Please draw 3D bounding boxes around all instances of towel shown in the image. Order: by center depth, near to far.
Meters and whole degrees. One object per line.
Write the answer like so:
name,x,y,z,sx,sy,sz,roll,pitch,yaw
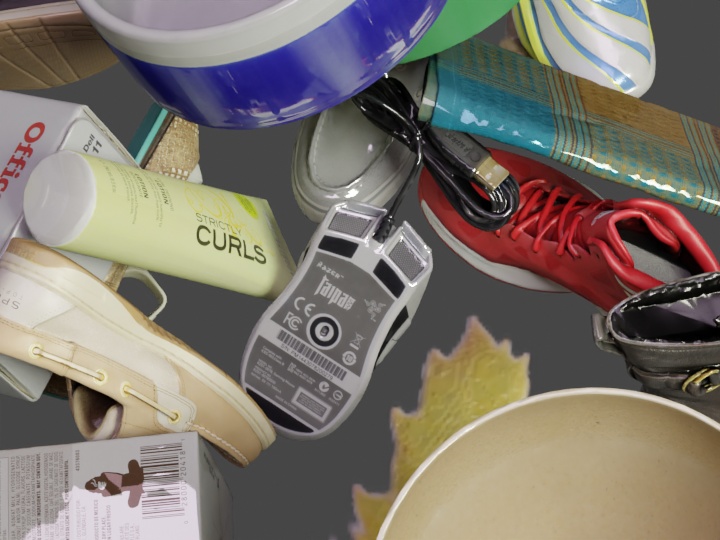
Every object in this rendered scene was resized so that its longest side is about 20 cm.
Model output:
towel,0.126,-0.074,1.421,0.200,0.147,0.022,20,110,-4

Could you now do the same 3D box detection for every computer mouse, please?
computer mouse,0.000,0.000,1.438,0.110,0.044,0.200,34,107,7

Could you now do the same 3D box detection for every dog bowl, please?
dog bowl,-0.050,-0.173,1.379,0.200,0.079,0.200,-14,50,18

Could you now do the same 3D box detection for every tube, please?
tube,-0.096,-0.024,1.423,0.052,0.200,0.058,10,87,36

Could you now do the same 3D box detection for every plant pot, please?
plant pot,0.109,0.170,1.218,0.200,0.135,0.201,-3,68,7

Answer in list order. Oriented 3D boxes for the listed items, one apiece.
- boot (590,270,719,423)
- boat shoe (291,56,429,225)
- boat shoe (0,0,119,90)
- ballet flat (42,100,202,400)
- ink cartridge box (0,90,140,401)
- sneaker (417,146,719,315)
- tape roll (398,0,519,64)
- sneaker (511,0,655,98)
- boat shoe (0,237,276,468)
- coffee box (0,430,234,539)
boot,0.220,0.044,1.352,0.200,0.174,0.069,-12,65,2
boat shoe,0.018,-0.120,1.507,0.072,0.069,0.200,28,72,17
boat shoe,-0.219,-0.140,1.531,0.200,0.072,0.065,-12,58,24
ballet flat,-0.129,-0.012,1.490,0.065,0.071,0.200,33,75,-9
ink cartridge box,-0.233,-0.024,1.452,0.200,0.083,0.147,13,66,37
sneaker,0.118,-0.029,1.429,0.200,0.116,0.078,27,71,16
tape roll,0.020,-0.202,1.451,0.200,0.048,0.201,-14,50,17
sneaker,0.110,-0.192,1.507,0.076,0.105,0.200,-22,65,-3
boat shoe,-0.127,0.058,1.392,0.074,0.200,0.069,19,74,52
coffee box,-0.172,0.145,1.391,0.200,0.114,0.080,-6,67,5
